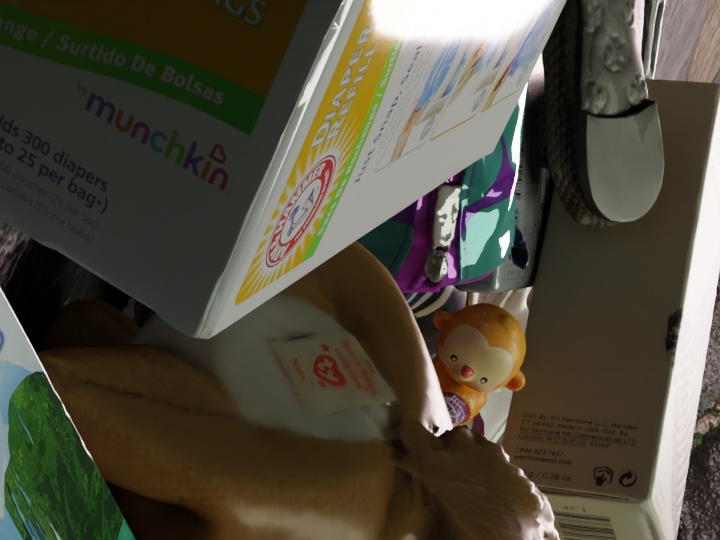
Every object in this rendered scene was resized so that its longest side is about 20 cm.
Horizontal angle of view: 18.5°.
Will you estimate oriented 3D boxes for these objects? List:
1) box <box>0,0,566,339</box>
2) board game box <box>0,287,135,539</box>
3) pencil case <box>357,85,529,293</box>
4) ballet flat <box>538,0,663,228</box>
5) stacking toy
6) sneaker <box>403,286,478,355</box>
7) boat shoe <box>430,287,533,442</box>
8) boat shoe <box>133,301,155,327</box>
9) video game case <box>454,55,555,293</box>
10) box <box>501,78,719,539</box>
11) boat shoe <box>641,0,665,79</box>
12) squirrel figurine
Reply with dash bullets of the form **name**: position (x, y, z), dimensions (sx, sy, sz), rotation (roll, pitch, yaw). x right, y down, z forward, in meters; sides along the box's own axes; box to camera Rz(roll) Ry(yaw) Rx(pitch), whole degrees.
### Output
- **box**: position (-0.024, -0.076, 0.532), dimensions (0.102, 0.112, 0.200), rotation (-65, 168, 22)
- **board game box**: position (-0.121, 0.117, 0.500), dimensions (0.201, 0.041, 0.200), rotation (-60, 143, -35)
- **pencil case**: position (0.029, -0.086, 0.761), dimensions (0.093, 0.084, 0.201), rotation (-113, -156, -49)
- **ballet flat**: position (0.095, -0.118, 0.910), dimensions (0.067, 0.046, 0.202), rotation (-7, 98, -33)
- **stacking toy**: position (0.013, 0.073, 0.925), dimensions (0.110, 0.116, 0.200), rotation (-51, -178, -42)
- **sneaker**: position (0.000, 0.000, 0.938), dimensions (0.085, 0.075, 0.200), rotation (-59, 159, -22)
- **boat shoe**: position (0.076, 0.030, 1.096), dimensions (0.071, 0.069, 0.201), rotation (20, 91, -61)
- **boat shoe**: position (-0.051, 0.025, 0.772), dimensions (0.072, 0.062, 0.201), rotation (-43, 140, -57)
- **video game case**: position (0.077, -0.094, 0.963), dimensions (0.182, 0.022, 0.202), rotation (-6, 99, -73)
- **box**: position (0.114, 0.020, 0.956), dimensions (0.082, 0.068, 0.201), rotation (62, 37, -60)
- **boat shoe**: position (0.145, -0.174, 1.101), dimensions (0.074, 0.068, 0.201), rotation (88, 18, -75)
- **squirrel figurine**: position (-0.039, 0.099, 0.691), dimensions (0.187, 0.199, 0.142), rotation (-54, -175, 37)
